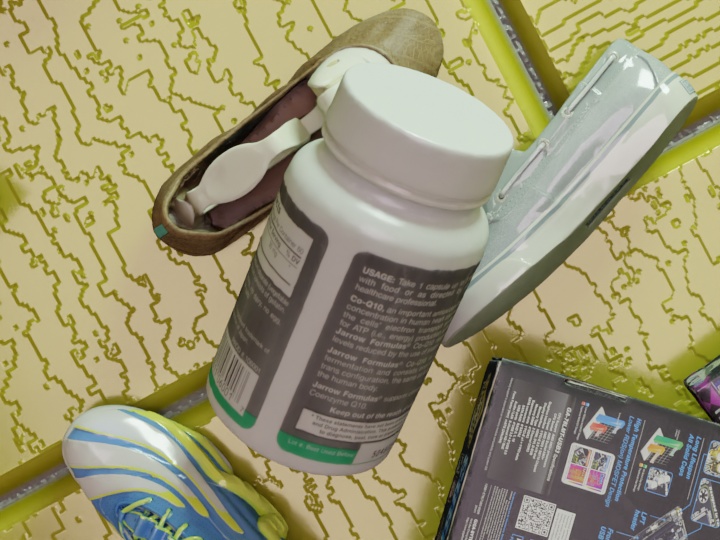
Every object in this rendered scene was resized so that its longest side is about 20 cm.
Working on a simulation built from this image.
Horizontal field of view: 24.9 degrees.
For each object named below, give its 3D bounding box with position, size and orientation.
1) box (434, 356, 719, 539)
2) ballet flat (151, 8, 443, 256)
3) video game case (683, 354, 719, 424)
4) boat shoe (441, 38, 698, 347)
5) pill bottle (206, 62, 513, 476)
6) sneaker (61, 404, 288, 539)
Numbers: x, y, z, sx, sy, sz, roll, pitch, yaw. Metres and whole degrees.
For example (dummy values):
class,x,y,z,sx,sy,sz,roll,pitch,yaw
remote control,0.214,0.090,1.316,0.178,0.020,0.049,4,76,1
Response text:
class,x,y,z,sx,sy,sz,roll,pitch,yaw
box,0.137,0.168,0.871,0.198,0.050,0.201,17,86,-4
ballet flat,-0.035,-0.077,0.912,0.200,0.072,0.068,-34,91,2
video game case,0.314,0.090,0.921,0.181,0.036,0.200,-36,95,4
boat shoe,0.100,-0.046,0.922,0.072,0.070,0.201,44,93,14
pill bottle,0.000,0.000,0.867,0.113,0.113,0.200,23,115,-1
sneaker,-0.087,0.151,0.911,0.200,0.105,0.076,38,93,-2
